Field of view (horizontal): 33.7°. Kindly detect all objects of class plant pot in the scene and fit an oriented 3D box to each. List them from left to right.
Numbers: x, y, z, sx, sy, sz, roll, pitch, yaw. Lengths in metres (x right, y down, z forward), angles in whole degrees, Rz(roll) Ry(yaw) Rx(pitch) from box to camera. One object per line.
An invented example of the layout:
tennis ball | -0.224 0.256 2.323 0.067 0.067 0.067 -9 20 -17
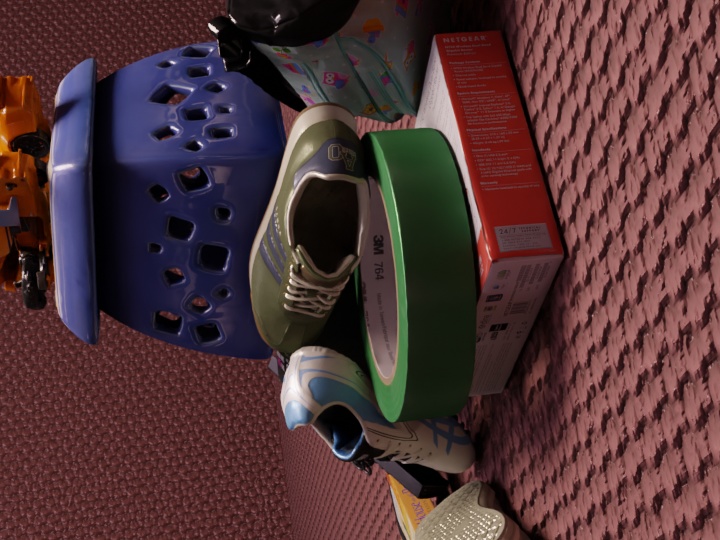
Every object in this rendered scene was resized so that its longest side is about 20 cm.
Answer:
plant pot | -0.159 -0.061 0.975 0.201 0.178 0.201 -104 16 -52

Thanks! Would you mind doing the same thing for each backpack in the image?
backpack | -0.010 -0.184 0.863 0.200 0.126 0.168 49 -124 -60

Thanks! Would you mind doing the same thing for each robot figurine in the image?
robot figurine | -0.278 -0.058 0.970 0.201 0.058 0.146 106 162 -57

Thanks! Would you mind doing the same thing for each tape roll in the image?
tape roll | 0.033 0.003 0.831 0.200 0.048 0.203 174 90 -81

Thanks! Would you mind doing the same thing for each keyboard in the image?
keyboard | -0.012 0.143 1.089 0.200 0.021 0.127 37 -172 28

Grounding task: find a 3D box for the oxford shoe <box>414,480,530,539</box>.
oxford shoe | 0.088 0.205 0.887 0.058 0.075 0.200 49 175 -5

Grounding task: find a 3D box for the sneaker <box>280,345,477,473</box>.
sneaker | 0.014 0.126 0.933 0.072 0.199 0.073 -15 54 45

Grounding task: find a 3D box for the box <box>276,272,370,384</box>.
box | 0.000 0.000 1.023 0.124 0.147 0.202 -163 70 -79

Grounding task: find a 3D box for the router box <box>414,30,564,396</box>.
router box | 0.077 -0.033 0.839 0.201 0.048 0.181 100 162 -59

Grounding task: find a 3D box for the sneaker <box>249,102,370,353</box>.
sneaker | -0.037 -0.010 0.843 0.090 0.066 0.202 -109 28 -56

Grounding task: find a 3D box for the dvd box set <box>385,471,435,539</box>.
dvd box set | 0.068 0.279 1.078 0.200 0.029 0.148 -120 16 -68
